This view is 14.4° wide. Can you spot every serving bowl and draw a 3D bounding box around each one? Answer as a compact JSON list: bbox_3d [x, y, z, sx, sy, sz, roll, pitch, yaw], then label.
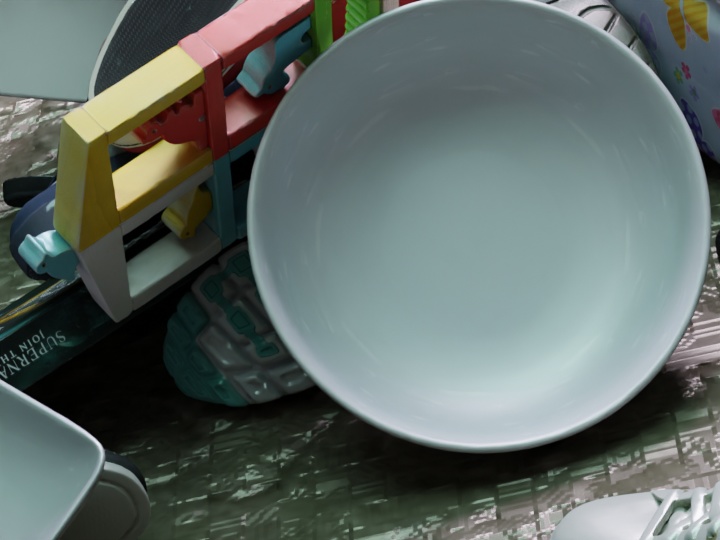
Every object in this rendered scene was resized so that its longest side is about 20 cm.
[{"bbox_3d":[0.051,-0.017,1.249,0.199,0.201,0.066,-19,-9,-3],"label":"serving bowl"}]

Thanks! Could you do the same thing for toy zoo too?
[{"bbox_3d":[-0.064,-0.056,1.248,0.200,0.131,0.020,-35,61,-22],"label":"toy zoo"}]

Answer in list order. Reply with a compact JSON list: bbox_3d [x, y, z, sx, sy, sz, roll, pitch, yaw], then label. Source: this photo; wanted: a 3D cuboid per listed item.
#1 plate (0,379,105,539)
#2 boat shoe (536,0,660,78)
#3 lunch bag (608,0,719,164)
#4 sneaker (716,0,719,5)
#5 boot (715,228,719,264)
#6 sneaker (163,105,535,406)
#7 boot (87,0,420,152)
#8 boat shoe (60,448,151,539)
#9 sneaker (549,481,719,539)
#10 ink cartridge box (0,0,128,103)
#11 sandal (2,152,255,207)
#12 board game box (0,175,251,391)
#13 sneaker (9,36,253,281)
[{"bbox_3d":[-0.217,0.120,1.180,0.199,0.032,0.200,28,81,36],"label":"plate"},{"bbox_3d":[0.099,-0.096,1.393,0.075,0.072,0.201,-17,63,-3],"label":"boat shoe"},{"bbox_3d":[0.236,-0.138,1.375,0.199,0.128,0.170,-24,36,-16],"label":"lunch bag"},{"bbox_3d":[0.169,-0.168,1.282,0.075,0.082,0.200,-41,41,-19],"label":"sneaker"},{"bbox_3d":[0.272,-0.045,1.263,0.164,0.066,0.200,15,45,29],"label":"boot"},{"bbox_3d":[0.000,0.000,1.334,0.200,0.078,0.091,-32,-7,1],"label":"sneaker"},{"bbox_3d":[-0.031,-0.098,1.317,0.072,0.144,0.200,16,58,42],"label":"boot"},{"bbox_3d":[-0.184,0.105,1.245,0.199,0.074,0.060,-17,34,16],"label":"boat shoe"},{"bbox_3d":[0.158,0.093,1.081,0.199,0.085,0.073,1,37,31],"label":"sneaker"},{"bbox_3d":[-0.124,-0.150,1.490,0.128,0.126,0.200,6,6,33],"label":"ink cartridge box"},{"bbox_3d":[-0.084,-0.060,1.425,0.200,0.048,0.075,-8,-3,-20],"label":"sandal"},{"bbox_3d":[-0.141,0.021,1.345,0.200,0.028,0.135,-34,8,-26],"label":"board game box"},{"bbox_3d":[-0.110,-0.064,1.327,0.070,0.082,0.200,-46,-6,40],"label":"sneaker"}]
